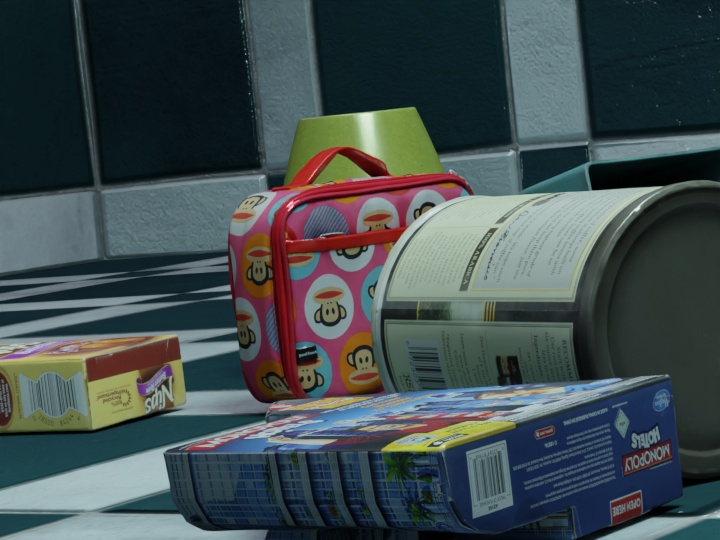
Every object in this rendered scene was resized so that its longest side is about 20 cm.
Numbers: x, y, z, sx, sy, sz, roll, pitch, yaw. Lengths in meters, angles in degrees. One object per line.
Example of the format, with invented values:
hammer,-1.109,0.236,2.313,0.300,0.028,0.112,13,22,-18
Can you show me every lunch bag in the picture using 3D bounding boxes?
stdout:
lunch bag,0.000,0.000,1.771,0.199,0.177,0.082,-9,4,-41

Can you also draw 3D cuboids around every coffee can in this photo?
coffee can,0.118,0.029,1.316,0.146,0.147,0.200,-8,4,-32

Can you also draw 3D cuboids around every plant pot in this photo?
plant pot,0.183,-0.003,1.923,0.141,0.142,0.200,-8,-4,-31
plant pot,0.007,-0.023,1.956,0.186,0.201,0.187,-6,3,0

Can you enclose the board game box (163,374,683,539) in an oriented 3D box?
board game box,0.012,0.094,1.147,0.199,0.062,0.200,-5,3,36

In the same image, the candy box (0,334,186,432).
candy box,-0.242,0.084,1.821,0.199,0.057,0.117,-5,4,31
